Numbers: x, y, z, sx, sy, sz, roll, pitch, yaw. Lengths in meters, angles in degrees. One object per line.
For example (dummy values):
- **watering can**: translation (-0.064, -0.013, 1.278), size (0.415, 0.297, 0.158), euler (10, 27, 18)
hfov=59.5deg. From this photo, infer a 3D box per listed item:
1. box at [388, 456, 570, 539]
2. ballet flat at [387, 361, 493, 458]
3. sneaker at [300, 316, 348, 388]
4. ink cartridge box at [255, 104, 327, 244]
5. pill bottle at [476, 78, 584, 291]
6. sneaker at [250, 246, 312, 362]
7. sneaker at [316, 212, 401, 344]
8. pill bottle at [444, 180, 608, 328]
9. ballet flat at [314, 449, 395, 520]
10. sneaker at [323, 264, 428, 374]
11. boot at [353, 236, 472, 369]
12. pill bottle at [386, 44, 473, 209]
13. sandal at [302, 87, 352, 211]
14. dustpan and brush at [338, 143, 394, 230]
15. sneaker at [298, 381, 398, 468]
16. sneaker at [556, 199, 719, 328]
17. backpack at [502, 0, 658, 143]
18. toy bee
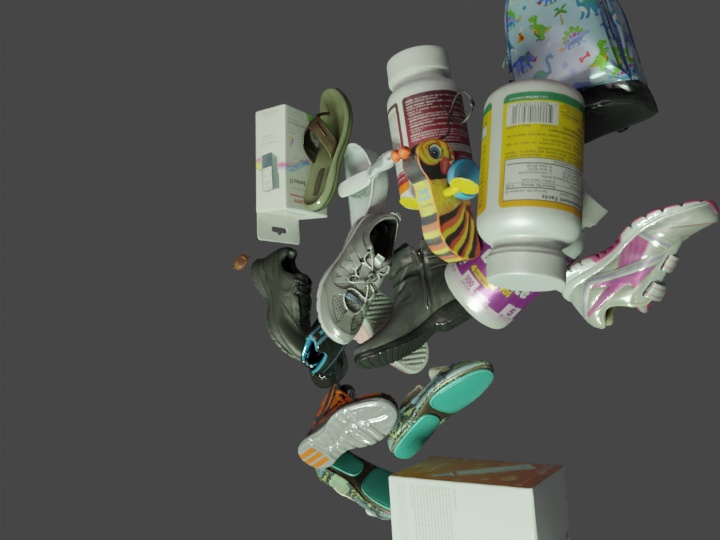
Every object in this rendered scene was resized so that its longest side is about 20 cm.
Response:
- **box**: translation (0.151, 0.305, 0.806), size (0.196, 0.123, 0.100), euler (-7, 84, 35)
- **ballet flat**: translation (0.101, 0.176, 0.879), size (0.200, 0.074, 0.075), euler (-47, 64, 21)
- **sneaker**: translation (-0.061, 0.124, 0.941), size (0.073, 0.082, 0.202), euler (39, 145, 19)
- **ink cartridge box**: translation (-0.109, -0.149, 1.017), size (0.066, 0.116, 0.206), euler (-3, 87, 32)
- **pill bottle**: translation (0.182, -0.086, 0.676), size (0.111, 0.112, 0.206), euler (-3, 76, 35)
- **sneaker**: translation (-0.115, 0.053, 1.045), size (0.090, 0.075, 0.203), euler (-31, 73, 23)
- **sneaker**: translation (0.000, 0.000, 0.850), size (0.081, 0.074, 0.204), euler (-24, 43, 54)
- **pill bottle**: translation (0.206, -0.032, 0.787), size (0.201, 0.111, 0.113), euler (-49, 63, 24)
- **ballet flat**: translation (0.007, 0.330, 0.957), size (0.198, 0.073, 0.076), euler (25, 103, 36)
- **sneaker**: translation (0.015, 0.083, 0.955), size (0.200, 0.075, 0.105), euler (44, 152, 6)
- **boot**: translation (0.057, 0.043, 0.886), size (0.197, 0.070, 0.133), euler (-26, 69, -10)
- **pill bottle**: translation (0.095, -0.196, 0.876), size (0.108, 0.109, 0.206), euler (-13, 81, 34)
- **sandal**: translation (-0.060, -0.194, 0.973), size (0.079, 0.056, 0.206), euler (-12, 64, 52)
- **dustpan and brush**: translation (0.012, -0.136, 0.924), size (0.198, 0.056, 0.143), euler (-19, 76, 55)
- **sneaker**: translation (-0.016, 0.203, 0.929), size (0.077, 0.113, 0.199), euler (42, 127, -17)
- **sneaker**: translation (0.326, -0.004, 0.725), size (0.200, 0.080, 0.089), euler (-43, 67, 35)
- **backpack**: translation (0.250, -0.269, 0.760), size (0.161, 0.152, 0.205), euler (-13, 68, 41)
- **toy bee**: translation (0.084, -0.110, 0.761), size (0.131, 0.106, 0.204), euler (-46, 52, 52)
